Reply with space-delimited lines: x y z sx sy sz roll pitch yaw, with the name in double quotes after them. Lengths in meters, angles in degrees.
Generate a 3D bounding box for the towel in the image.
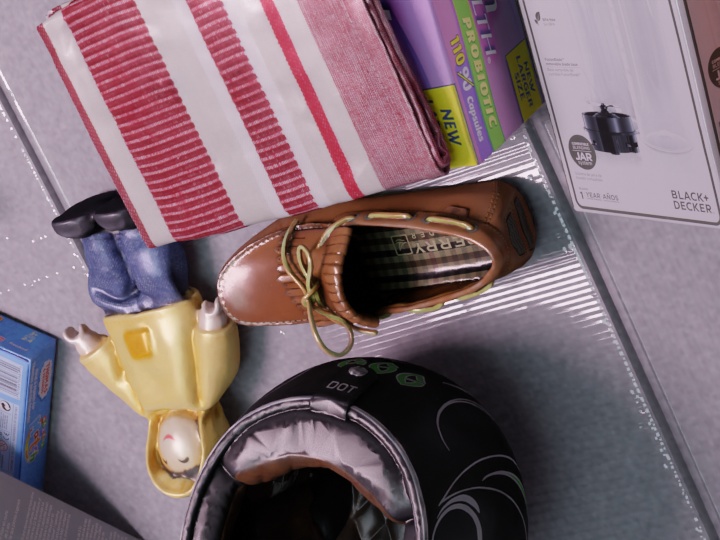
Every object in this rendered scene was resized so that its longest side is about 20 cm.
-0.062 -0.093 0.899 0.199 0.023 0.145 -13 110 35 "towel"

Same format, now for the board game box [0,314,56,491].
-0.309 0.079 1.233 0.199 0.037 0.152 22 124 16 "board game box"

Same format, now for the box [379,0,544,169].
-0.029 -0.139 0.929 0.199 0.097 0.177 -6 111 30 "box"

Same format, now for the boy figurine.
-0.131 0.048 1.104 0.124 0.064 0.201 -5 109 28 "boy figurine"

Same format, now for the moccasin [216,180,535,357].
0.000 0.002 0.996 0.200 0.078 0.074 -5 112 31 "moccasin"

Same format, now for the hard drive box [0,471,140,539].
-0.276 0.205 1.202 0.200 0.077 0.156 31 131 -26 "hard drive box"

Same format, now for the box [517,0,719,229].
0.134 -0.126 0.841 0.116 0.060 0.201 10 123 56 "box"

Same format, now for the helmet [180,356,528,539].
0.004 0.150 1.004 0.199 0.191 0.201 -2 84 23 "helmet"
